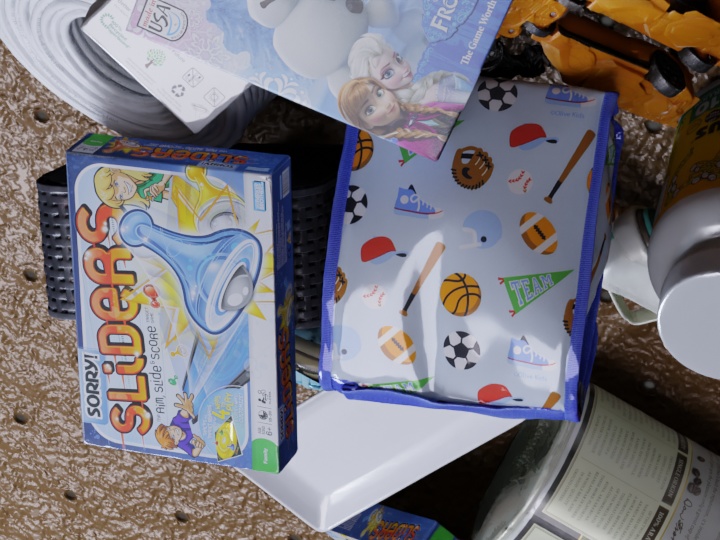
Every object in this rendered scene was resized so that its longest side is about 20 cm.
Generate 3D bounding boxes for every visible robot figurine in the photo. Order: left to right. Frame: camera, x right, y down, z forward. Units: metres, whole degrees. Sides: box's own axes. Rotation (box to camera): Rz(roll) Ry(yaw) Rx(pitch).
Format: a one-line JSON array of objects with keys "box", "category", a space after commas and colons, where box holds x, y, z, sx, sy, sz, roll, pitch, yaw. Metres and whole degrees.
[{"box": [0.148, -0.155, 1.461, 0.200, 0.058, 0.145, 21, 136, -34], "category": "robot figurine"}]

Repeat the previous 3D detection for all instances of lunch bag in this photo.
[{"box": [0.068, -0.012, 1.488, 0.170, 0.200, 0.124, 6, 170, 12], "category": "lunch bag"}]

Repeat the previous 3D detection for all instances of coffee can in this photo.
[{"box": [0.201, 0.182, 1.706, 0.200, 0.146, 0.146, 30, 130, -7], "category": "coffee can"}]

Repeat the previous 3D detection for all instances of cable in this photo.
[{"box": [-0.145, -0.156, 1.555, 0.200, 0.069, 0.200, 17, 151, 27], "category": "cable"}]

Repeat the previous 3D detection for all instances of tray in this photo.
[{"box": [0.010, 0.108, 1.678, 0.200, 0.022, 0.107, -32, 121, 30], "category": "tray"}]

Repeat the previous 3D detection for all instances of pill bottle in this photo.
[{"box": [0.237, -0.027, 1.490, 0.113, 0.200, 0.113, 9, 130, 11], "category": "pill bottle"}]

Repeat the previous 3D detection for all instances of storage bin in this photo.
[{"box": [-0.098, -0.026, 1.586, 0.200, 0.135, 0.094, 1, 105, 20], "category": "storage bin"}]

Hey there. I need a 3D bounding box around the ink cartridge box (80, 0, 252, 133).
[{"box": [-0.062, -0.179, 1.430, 0.200, 0.039, 0.099, -39, 109, 22], "category": "ink cartridge box"}]

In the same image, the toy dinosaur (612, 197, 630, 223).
[{"box": [0.111, -0.009, 1.620, 0.200, 0.102, 0.136, 3, 109, 25], "category": "toy dinosaur"}]

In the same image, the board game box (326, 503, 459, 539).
[{"box": [0.059, 0.226, 1.784, 0.135, 0.034, 0.200, 40, 168, -15], "category": "board game box"}]

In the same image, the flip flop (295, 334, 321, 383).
[{"box": [-0.083, 0.019, 1.708, 0.200, 0.058, 0.081, 27, 178, 23], "category": "flip flop"}]

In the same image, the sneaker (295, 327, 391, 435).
[{"box": [0.009, 0.075, 1.724, 0.200, 0.082, 0.074, 7, 128, 13], "category": "sneaker"}]

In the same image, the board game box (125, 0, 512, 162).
[{"box": [-0.006, -0.188, 1.370, 0.199, 0.043, 0.200, 23, 117, -2], "category": "board game box"}]

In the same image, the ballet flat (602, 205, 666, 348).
[{"box": [0.213, 0.022, 1.599, 0.069, 0.069, 0.200, -22, 140, 31], "category": "ballet flat"}]

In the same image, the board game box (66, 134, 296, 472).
[{"box": [-0.109, 0.021, 1.496, 0.135, 0.034, 0.200, 7, 114, 18], "category": "board game box"}]
